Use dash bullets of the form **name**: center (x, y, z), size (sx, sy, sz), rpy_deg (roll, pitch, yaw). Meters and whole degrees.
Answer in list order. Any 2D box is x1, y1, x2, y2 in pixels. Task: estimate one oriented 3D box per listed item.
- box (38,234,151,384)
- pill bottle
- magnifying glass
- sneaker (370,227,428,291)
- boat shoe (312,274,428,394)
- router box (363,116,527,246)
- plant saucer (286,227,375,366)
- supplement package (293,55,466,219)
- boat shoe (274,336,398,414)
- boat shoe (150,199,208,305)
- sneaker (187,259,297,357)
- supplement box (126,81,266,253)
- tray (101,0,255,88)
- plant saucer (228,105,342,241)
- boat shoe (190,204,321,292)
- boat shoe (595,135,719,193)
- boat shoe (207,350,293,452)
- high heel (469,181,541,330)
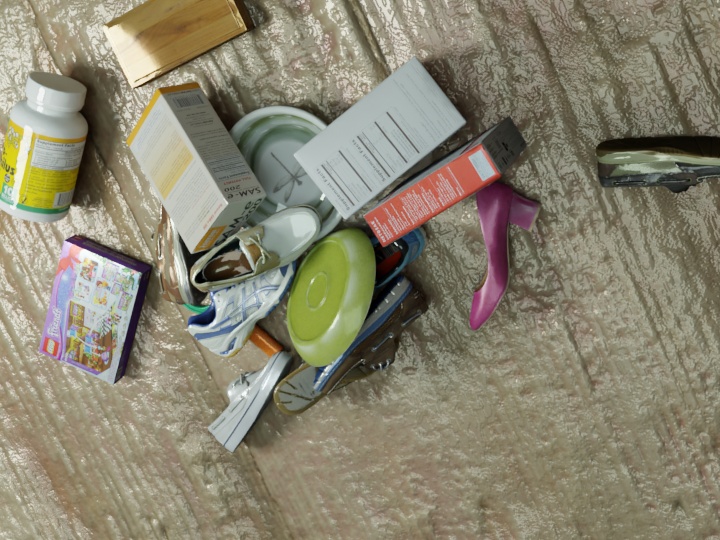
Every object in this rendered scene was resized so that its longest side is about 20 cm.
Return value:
- **box**: center (-0.413, 0.061, 1.752), size (0.137, 0.039, 0.200), rpy_deg (22, 111, 9)
- **pill bottle**: center (-0.464, -0.182, 1.654), size (0.113, 0.113, 0.200), rpy_deg (23, 112, 9)
- **magnifying glass**: center (-0.199, 0.060, 1.699), size (0.200, 0.022, 0.080), rpy_deg (41, 113, 4)
- **sneaker**: center (0.000, 0.000, 1.581), size (0.200, 0.090, 0.078), rpy_deg (-40, 92, 24)
- **boat shoe**: center (0.017, 0.102, 1.563), size (0.072, 0.072, 0.200), rpy_deg (42, 88, -8)
- **router box**: center (0.113, -0.118, 1.453), size (0.179, 0.200, 0.049), rpy_deg (-31, 96, 24)
- **plant saucer**: center (-0.049, 0.032, 1.559), size (0.031, 0.200, 0.200), rpy_deg (19, 116, -30)
- **supplement package**: center (0.024, -0.170, 1.478), size (0.200, 0.114, 0.110), rpy_deg (-39, 93, 2)
- **boat shoe**: center (-0.037, 0.135, 1.640), size (0.200, 0.065, 0.073), rpy_deg (-29, 97, 2)
- **boat shoe**: center (-0.276, -0.046, 1.653), size (0.072, 0.076, 0.201), rpy_deg (-6, 90, 25)
- **sneaker**: center (-0.171, 0.033, 1.626), size (0.088, 0.075, 0.200), rpy_deg (33, 100, -24)
- **supplement box**: center (-0.230, -0.143, 1.569), size (0.200, 0.073, 0.126), rpy_deg (58, 136, 14)
- **tray**: center (-0.257, -0.342, 1.585), size (0.200, 0.037, 0.099), rpy_deg (-22, 99, 22)
- **plant saucer**: center (-0.102, -0.136, 1.593), size (0.200, 0.050, 0.201), rpy_deg (5, 107, 15)
- **boat shoe**: center (-0.143, -0.025, 1.560), size (0.200, 0.068, 0.075), rpy_deg (-30, 94, 9)
- **boat shoe**: center (0.401, -0.132, 1.437), size (0.200, 0.073, 0.065), rpy_deg (5, 119, 19)
- **boat shoe**: center (-0.171, 0.189, 1.698), size (0.065, 0.074, 0.200), rpy_deg (36, 114, 4)
- **high heel**: center (0.164, -0.021, 1.532), size (0.096, 0.067, 0.200), rpy_deg (21, 107, -3)
